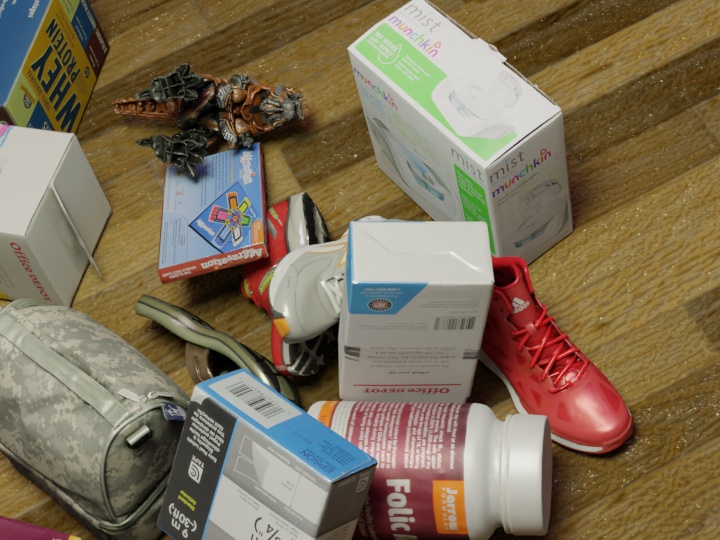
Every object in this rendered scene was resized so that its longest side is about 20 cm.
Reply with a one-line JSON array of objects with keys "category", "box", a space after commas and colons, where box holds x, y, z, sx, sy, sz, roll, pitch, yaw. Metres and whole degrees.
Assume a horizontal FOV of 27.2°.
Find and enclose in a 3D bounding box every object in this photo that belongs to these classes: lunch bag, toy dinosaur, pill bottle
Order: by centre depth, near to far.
[{"category": "pill bottle", "box": [0.055, 0.166, 1.226, 0.198, 0.115, 0.115, 0, 56, 13]}, {"category": "lunch bag", "box": [-0.232, 0.125, 1.285, 0.199, 0.168, 0.139, 33, 69, 28]}, {"category": "toy dinosaur", "box": [-0.157, -0.156, 1.501, 0.198, 0.103, 0.136, -19, 7, 27]}]

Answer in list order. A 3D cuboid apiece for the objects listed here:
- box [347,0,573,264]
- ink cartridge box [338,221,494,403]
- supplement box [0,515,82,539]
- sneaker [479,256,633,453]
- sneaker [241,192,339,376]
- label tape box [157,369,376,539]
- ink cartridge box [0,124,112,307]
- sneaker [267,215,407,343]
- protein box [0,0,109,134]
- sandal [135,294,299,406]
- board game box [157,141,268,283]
[{"category": "box", "box": [0.096, -0.122, 1.371, 0.096, 0.177, 0.200, -36, 57, -13]}, {"category": "ink cartridge box", "box": [0.040, 0.048, 1.247, 0.114, 0.201, 0.067, 0, 51, -6]}, {"category": "supplement box", "box": [-0.328, 0.268, 1.261, 0.198, 0.086, 0.111, 11, 60, 19]}, {"category": "sneaker", "box": [0.149, 0.066, 1.270, 0.078, 0.116, 0.200, -42, 58, -16]}, {"category": "sneaker", "box": [-0.072, 0.021, 1.390, 0.084, 0.077, 0.202, -19, 47, 20]}, {"category": "label tape box", "box": [-0.084, 0.203, 1.177, 0.144, 0.202, 0.063, 31, 27, 27]}, {"category": "ink cartridge box", "box": [-0.346, -0.056, 1.456, 0.198, 0.129, 0.126, 9, 59, 17]}, {"category": "sneaker", "box": [0.000, 0.000, 1.319, 0.091, 0.076, 0.200, -6, 22, 41]}, {"category": "protein box", "box": [-0.403, -0.211, 1.568, 0.198, 0.135, 0.200, 5, 58, 16]}, {"category": "sandal", "box": [-0.133, 0.085, 1.356, 0.200, 0.080, 0.058, 27, 84, 33]}, {"category": "board game box", "box": [-0.141, -0.059, 1.432, 0.102, 0.020, 0.201, -15, 32, 5]}]
